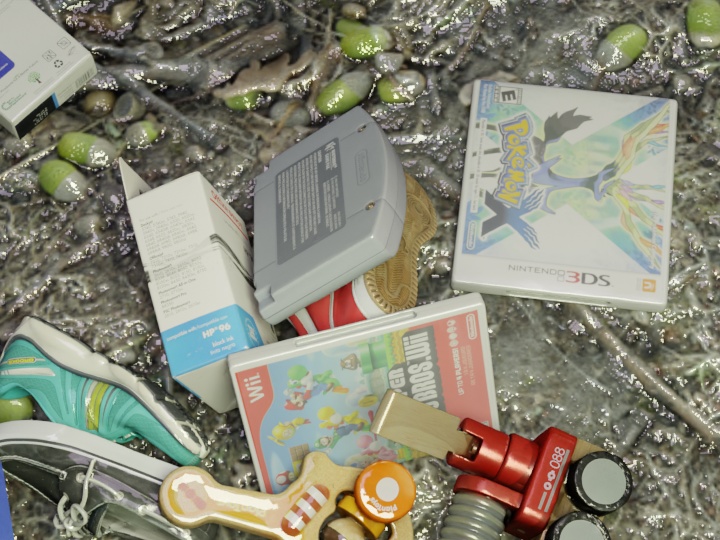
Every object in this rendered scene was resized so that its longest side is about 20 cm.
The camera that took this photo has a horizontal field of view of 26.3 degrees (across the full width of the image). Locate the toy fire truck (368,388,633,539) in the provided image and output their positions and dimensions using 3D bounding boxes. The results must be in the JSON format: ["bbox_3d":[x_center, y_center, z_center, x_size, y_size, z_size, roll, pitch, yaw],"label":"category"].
[{"bbox_3d":[0.083,0.182,1.140,0.199,0.129,0.177,24,69,-1],"label":"toy fire truck"}]

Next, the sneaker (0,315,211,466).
[{"bbox_3d":[-0.208,0.111,1.241,0.199,0.078,0.080,26,82,21],"label":"sneaker"}]

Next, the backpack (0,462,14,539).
[{"bbox_3d":[-0.376,0.201,1.126,0.200,0.168,0.163,-42,30,10],"label":"backpack"}]

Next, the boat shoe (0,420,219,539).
[{"bbox_3d":[-0.207,0.178,1.201,0.199,0.074,0.068,20,53,0],"label":"boat shoe"}]

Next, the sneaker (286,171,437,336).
[{"bbox_3d":[0.000,0.000,1.278,0.071,0.112,0.200,37,34,-15],"label":"sneaker"}]

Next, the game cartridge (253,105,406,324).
[{"bbox_3d":[-0.026,-0.051,1.246,0.133,0.040,0.200,-33,31,19],"label":"game cartridge"}]

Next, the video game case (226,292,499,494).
[{"bbox_3d":[0.006,0.099,1.199,0.199,0.143,0.017,-14,38,-5],"label":"video game case"}]

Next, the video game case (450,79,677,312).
[{"bbox_3d":[0.178,-0.067,1.329,0.181,0.022,0.201,6,66,4],"label":"video game case"}]

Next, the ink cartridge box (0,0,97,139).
[{"bbox_3d":[-0.343,-0.215,1.400,0.200,0.039,0.099,42,73,16],"label":"ink cartridge box"}]

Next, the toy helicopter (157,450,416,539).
[{"bbox_3d":[-0.058,0.199,1.172,0.199,0.079,0.133,14,74,-5],"label":"toy helicopter"}]

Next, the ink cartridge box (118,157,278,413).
[{"bbox_3d":[-0.127,0.001,1.249,0.068,0.116,0.201,-21,67,7],"label":"ink cartridge box"}]
